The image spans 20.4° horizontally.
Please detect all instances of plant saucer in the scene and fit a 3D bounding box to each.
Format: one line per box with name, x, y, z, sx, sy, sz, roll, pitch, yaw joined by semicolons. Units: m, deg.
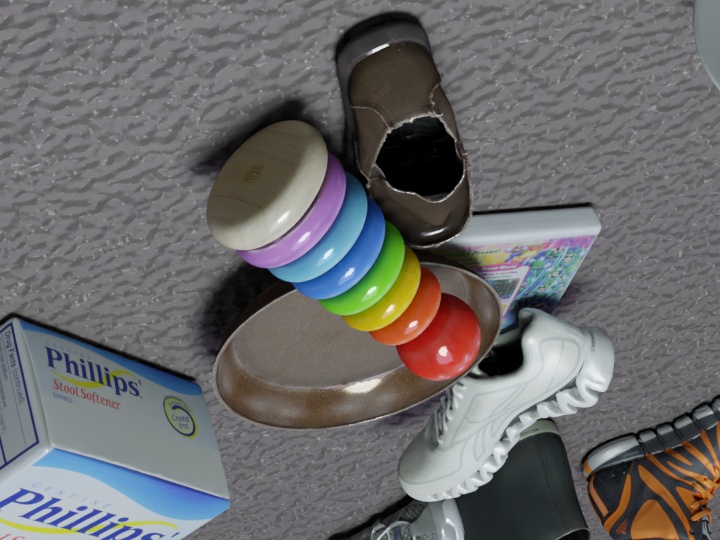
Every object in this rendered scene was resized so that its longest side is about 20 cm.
plant saucer;-0.004;0.042;1.329;0.198;0.032;0.201;-13;148;-8

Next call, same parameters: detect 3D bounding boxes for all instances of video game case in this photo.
video game case;0.047;0.024;1.380;0.198;0.024;0.183;-5;146;-22

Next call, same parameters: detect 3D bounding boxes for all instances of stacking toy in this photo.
stacking toy;0.000;0.000;1.201;0.085;0.086;0.200;-32;128;21

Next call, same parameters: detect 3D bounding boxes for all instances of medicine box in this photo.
medicine box;-0.223;0.142;1.339;0.199;0.104;0.182;-34;146;24

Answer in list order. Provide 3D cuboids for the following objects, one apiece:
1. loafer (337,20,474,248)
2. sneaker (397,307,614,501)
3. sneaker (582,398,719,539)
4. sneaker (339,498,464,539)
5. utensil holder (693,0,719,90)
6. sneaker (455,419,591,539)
loafer;0.028;-0.062;1.185;0.072;0.071;0.200;-20;149;3
sneaker;0.087;0.092;1.429;0.081;0.076;0.200;26;127;-32
sneaker;0.292;0.178;1.670;0.198;0.113;0.078;-23;149;7
sneaker;0.013;0.248;1.662;0.081;0.075;0.200;5;142;-37
utensil holder;0.303;-0.123;1.155;0.169;0.171;0.200;-32;144;21
sneaker;0.116;0.219;1.642;0.074;0.107;0.201;-2;145;-26
